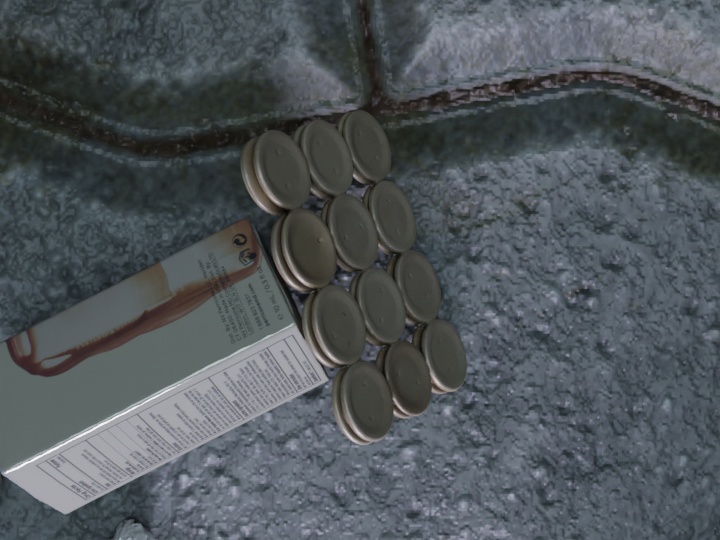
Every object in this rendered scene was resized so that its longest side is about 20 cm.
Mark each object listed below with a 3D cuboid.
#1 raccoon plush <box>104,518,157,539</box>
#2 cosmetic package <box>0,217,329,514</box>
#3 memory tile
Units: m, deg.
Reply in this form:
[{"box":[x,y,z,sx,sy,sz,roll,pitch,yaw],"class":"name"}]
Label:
[{"box":[-0.217,0.250,0.805,0.096,0.134,0.202,28,92,-2],"class":"raccoon plush"},{"box":[-0.132,0.063,0.807,0.198,0.104,0.088,-27,64,-2],"class":"cosmetic package"},{"box":[0.000,0.000,0.807,0.017,0.153,0.202,-18,94,35],"class":"memory tile"}]
